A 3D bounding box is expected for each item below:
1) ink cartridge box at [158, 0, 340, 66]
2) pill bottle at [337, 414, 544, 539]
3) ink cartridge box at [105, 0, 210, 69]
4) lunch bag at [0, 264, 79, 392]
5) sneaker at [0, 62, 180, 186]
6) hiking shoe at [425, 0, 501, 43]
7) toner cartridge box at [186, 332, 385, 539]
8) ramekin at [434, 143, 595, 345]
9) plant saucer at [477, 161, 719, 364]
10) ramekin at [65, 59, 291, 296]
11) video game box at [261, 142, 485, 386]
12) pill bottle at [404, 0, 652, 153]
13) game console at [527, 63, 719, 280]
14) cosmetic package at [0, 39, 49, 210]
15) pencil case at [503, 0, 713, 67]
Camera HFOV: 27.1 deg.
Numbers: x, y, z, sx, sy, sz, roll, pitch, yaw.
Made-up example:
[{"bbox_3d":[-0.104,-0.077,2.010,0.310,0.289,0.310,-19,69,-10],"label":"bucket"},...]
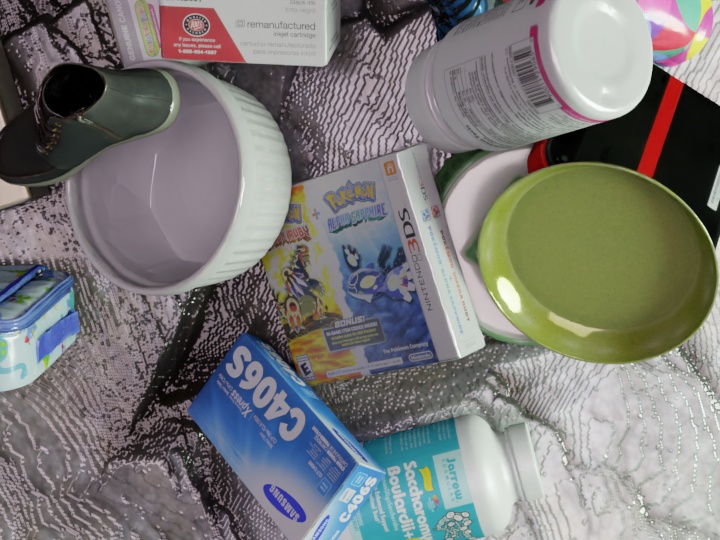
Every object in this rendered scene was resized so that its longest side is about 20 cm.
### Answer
[{"bbox_3d":[-0.090,-0.278,1.222,0.142,0.084,0.203,3,113,6],"label":"ink cartridge box"},{"bbox_3d":[0.064,0.196,1.357,0.198,0.111,0.112,-16,94,6],"label":"pill bottle"},{"bbox_3d":[-0.146,-0.290,1.336,0.173,0.084,0.203,-13,94,6],"label":"ink cartridge box"},{"bbox_3d":[-0.341,0.049,1.329,0.158,0.200,0.084,2,103,6],"label":"lunch bag"},{"bbox_3d":[-0.259,-0.130,1.258,0.198,0.106,0.076,-21,78,27],"label":"sneaker"},{"bbox_3d":[0.074,-0.247,1.288,0.074,0.086,0.202,33,141,35],"label":"hiking shoe"},{"bbox_3d":[-0.070,0.152,1.337,0.095,0.043,0.200,-54,49,9],"label":"toner cartridge box"},{"bbox_3d":[0.149,-0.028,1.332,0.197,0.098,0.203,0,96,4],"label":"ramekin"},{"bbox_3d":[0.195,-0.010,1.226,0.197,0.031,0.202,12,129,14],"label":"plant saucer"},{"bbox_3d":[-0.153,-0.080,1.319,0.198,0.105,0.203,0,90,31],"label":"ramekin"},{"bbox_3d":[0.000,0.000,1.322,0.199,0.047,0.185,-14,93,43],"label":"video game box"},{"bbox_3d":[0.130,-0.160,1.209,0.112,0.199,0.115,5,81,-34],"label":"pill bottle"},{"bbox_3d":[0.241,-0.102,1.288,0.176,0.201,0.031,32,141,-5],"label":"game console"},{"bbox_3d":[-0.369,-0.149,1.375,0.102,0.073,0.202,-18,95,5],"label":"cosmetic package"},{"bbox_3d":[0.209,-0.237,1.271,0.198,0.088,0.089,15,98,-32],"label":"pencil case"}]
